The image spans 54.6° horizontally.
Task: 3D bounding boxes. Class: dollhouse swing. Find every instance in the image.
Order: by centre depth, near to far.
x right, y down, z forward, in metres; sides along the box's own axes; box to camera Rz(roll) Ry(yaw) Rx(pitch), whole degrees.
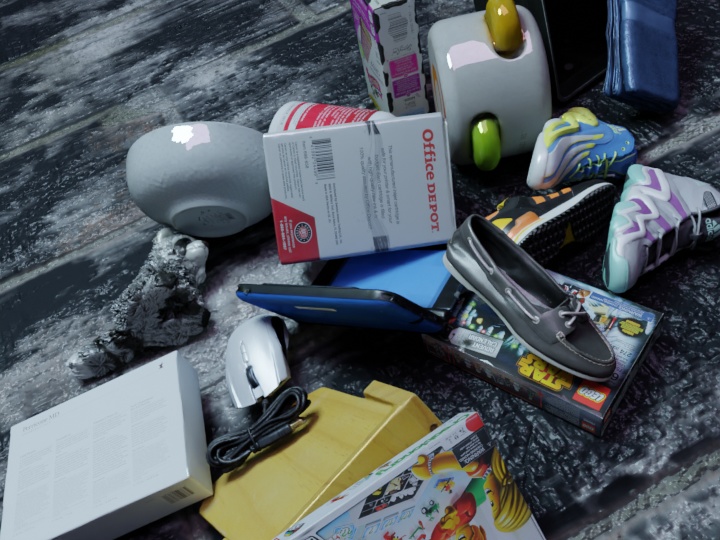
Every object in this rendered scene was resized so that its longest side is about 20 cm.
[{"bbox_3d":[-0.018,0.220,0.628,0.182,0.176,0.200,48,66,-3],"label":"dollhouse swing"}]

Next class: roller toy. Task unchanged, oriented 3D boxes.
[{"bbox_3d":[0.166,-0.236,0.886,0.139,0.200,0.182,-11,14,4],"label":"roller toy"}]

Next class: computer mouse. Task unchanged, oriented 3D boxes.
[{"bbox_3d":[-0.111,0.105,0.719,0.110,0.044,0.200,-34,33,9],"label":"computer mouse"}]

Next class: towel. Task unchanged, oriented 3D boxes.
[{"bbox_3d":[0.369,-0.310,0.916,0.111,0.049,0.200,9,77,-29],"label":"towel"}]

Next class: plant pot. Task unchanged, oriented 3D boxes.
[{"bbox_3d":[0.273,-0.388,1.005,0.200,0.200,0.177,-37,37,-18],"label":"plant pot"}]

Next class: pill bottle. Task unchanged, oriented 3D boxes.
[{"bbox_3d":[-0.013,-0.156,0.913,0.200,0.112,0.112,13,53,25],"label":"pill bottle"}]

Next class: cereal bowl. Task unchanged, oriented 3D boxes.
[{"bbox_3d":[-0.188,-0.097,0.862,0.200,0.200,0.083,-8,69,8],"label":"cereal bowl"}]

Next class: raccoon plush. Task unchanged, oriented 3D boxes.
[{"bbox_3d":[-0.268,0.026,0.837,0.200,0.097,0.134,-22,39,-5],"label":"raccoon plush"}]

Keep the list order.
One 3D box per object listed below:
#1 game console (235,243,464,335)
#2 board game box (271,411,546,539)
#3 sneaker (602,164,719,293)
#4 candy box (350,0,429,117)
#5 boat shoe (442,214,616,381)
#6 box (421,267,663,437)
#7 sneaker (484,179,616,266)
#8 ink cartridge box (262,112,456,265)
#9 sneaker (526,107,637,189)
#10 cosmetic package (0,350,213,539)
[{"bbox_3d":[0.000,0.000,0.744,0.200,0.171,0.119,1,73,35],"label":"game console"},{"bbox_3d":[0.039,0.214,0.535,0.200,0.035,0.126,-28,88,-23],"label":"board game box"},{"bbox_3d":[0.338,-0.042,0.732,0.140,0.078,0.200,13,47,22],"label":"sneaker"},{"bbox_3d":[0.039,-0.306,0.974,0.061,0.200,0.136,-19,45,-4],"label":"candy box"},{"bbox_3d":[0.160,0.023,0.655,0.200,0.057,0.067,42,43,24],"label":"boat shoe"},{"bbox_3d":[0.181,0.063,0.711,0.200,0.040,0.137,24,59,31],"label":"box"},{"bbox_3d":[0.203,-0.065,0.776,0.200,0.070,0.090,-26,43,-35],"label":"sneaker"},{"bbox_3d":[-0.001,-0.095,0.794,0.200,0.145,0.084,-7,11,-2],"label":"ink cartridge box"},{"bbox_3d":[0.271,-0.142,0.828,0.105,0.076,0.200,21,40,21],"label":"sneaker"},{"bbox_3d":[-0.253,0.187,0.692,0.200,0.052,0.151,-24,48,4],"label":"cosmetic package"}]
